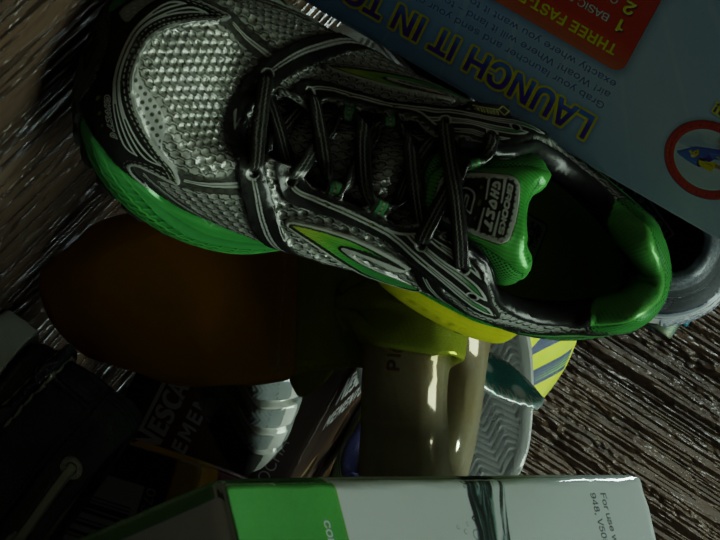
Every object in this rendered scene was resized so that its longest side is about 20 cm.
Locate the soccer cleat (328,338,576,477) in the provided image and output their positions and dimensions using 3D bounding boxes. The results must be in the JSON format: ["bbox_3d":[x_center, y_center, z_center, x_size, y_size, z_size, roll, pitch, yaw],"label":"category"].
[{"bbox_3d":[0.050,0.041,1.287,0.201,0.064,0.084,-58,165,-26],"label":"soccer cleat"}]

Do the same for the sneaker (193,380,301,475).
[{"bbox_3d":[0.000,0.000,1.104,0.115,0.075,0.200,-16,147,-20],"label":"sneaker"}]

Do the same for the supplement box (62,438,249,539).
[{"bbox_3d":[-0.058,0.132,1.084,0.200,0.085,0.111,29,77,-58],"label":"supplement box"}]

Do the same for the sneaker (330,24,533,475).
[{"bbox_3d":[0.031,-0.008,1.196,0.116,0.073,0.201,-43,120,-78],"label":"sneaker"}]

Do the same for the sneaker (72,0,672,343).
[{"bbox_3d":[0.008,-0.033,0.847,0.085,0.199,0.078,4,-103,60],"label":"sneaker"}]

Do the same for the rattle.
[{"bbox_3d":[-0.010,0.017,1.016,0.200,0.142,0.131,-58,135,-74],"label":"rattle"}]

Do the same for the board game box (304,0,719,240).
[{"bbox_3d":[0.083,-0.130,0.845,0.056,0.199,0.196,-55,174,-50],"label":"board game box"}]

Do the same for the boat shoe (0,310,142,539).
[{"bbox_3d":[-0.130,0.105,0.950,0.076,0.060,0.200,-50,170,-51],"label":"boat shoe"}]

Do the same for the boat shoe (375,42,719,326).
[{"bbox_3d":[0.053,-0.069,0.963,0.072,0.200,0.068,-35,165,3],"label":"boat shoe"}]

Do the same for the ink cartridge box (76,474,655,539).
[{"bbox_3d":[-0.013,0.122,0.907,0.146,0.083,0.199,-26,160,39],"label":"ink cartridge box"}]

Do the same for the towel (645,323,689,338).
[{"bbox_3d":[0.140,-0.072,1.198,0.200,0.022,0.147,-53,-145,-6],"label":"towel"}]

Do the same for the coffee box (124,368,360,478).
[{"bbox_3d":[-0.034,0.041,1.278,0.113,0.080,0.200,-61,173,19],"label":"coffee box"}]
